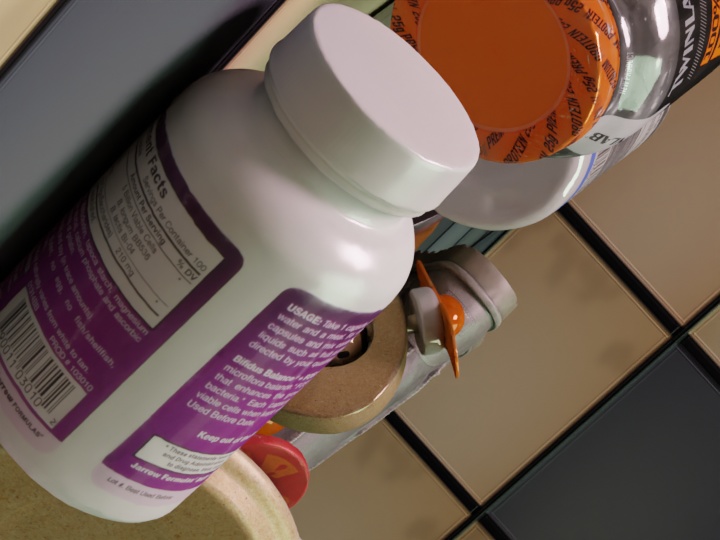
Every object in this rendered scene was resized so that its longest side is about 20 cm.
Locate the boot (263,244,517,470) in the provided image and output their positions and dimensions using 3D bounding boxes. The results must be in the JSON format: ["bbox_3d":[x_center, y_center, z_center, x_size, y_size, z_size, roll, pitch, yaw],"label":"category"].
[{"bbox_3d":[-0.017,0.071,1.504,0.200,0.073,0.182,-44,177,-15],"label":"boot"}]

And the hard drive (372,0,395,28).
[{"bbox_3d":[-0.036,-0.051,1.290,0.132,0.026,0.200,-39,175,-34],"label":"hard drive"}]

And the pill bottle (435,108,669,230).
[{"bbox_3d":[0.103,-0.102,1.473,0.114,0.114,0.200,-45,175,31],"label":"pill bottle"}]

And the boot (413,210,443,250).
[{"bbox_3d":[0.004,-0.017,1.648,0.200,0.068,0.188,-57,180,40],"label":"boot"}]

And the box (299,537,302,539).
[{"bbox_3d":[-0.156,0.239,1.941,0.199,0.200,0.171,-39,173,-28],"label":"box"}]

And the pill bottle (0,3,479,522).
[{"bbox_3d":[-0.051,-0.005,1.037,0.200,0.112,0.112,-44,176,24],"label":"pill bottle"}]

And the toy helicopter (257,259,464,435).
[{"bbox_3d":[0.000,0.000,1.415,0.079,0.132,0.200,84,18,-50],"label":"toy helicopter"}]

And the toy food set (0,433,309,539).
[{"bbox_3d":[-0.118,0.120,1.269,0.198,0.200,0.049,-42,-155,36],"label":"toy food set"}]

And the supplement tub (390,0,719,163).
[{"bbox_3d":[0.101,-0.123,1.173,0.123,0.123,0.200,-46,175,38],"label":"supplement tub"}]
